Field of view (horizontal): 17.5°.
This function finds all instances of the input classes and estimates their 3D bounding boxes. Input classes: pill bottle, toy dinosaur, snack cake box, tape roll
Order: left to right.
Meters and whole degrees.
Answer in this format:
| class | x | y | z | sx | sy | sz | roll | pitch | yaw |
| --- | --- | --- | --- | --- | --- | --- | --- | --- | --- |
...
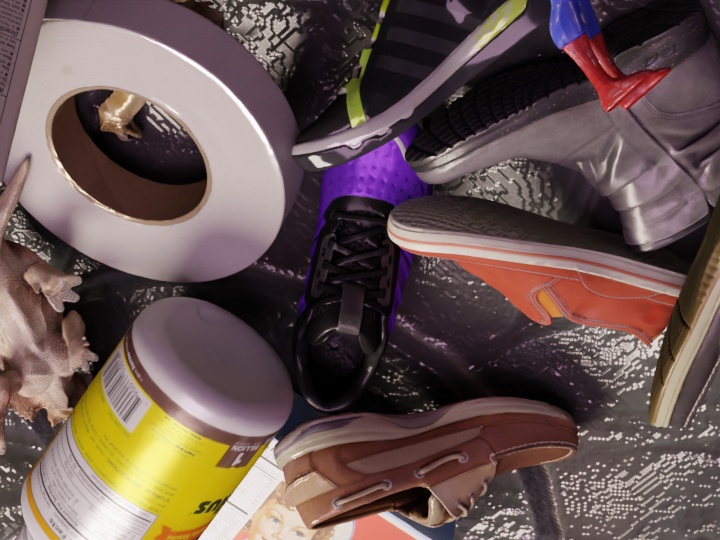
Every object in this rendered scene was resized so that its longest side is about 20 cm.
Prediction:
| class | x | y | z | sx | sy | sz | roll | pitch | yaw |
| --- | --- | --- | --- | --- | --- | --- | --- | --- | --- |
| toy dinosaur | -0.214 | 0.027 | 1.451 | 0.085 | 0.136 | 0.201 | -15 | 107 | -9 |
| tape roll | -0.131 | -0.078 | 1.381 | 0.202 | 0.037 | 0.203 | 15 | 137 | 14 |
| pill bottle | -0.133 | 0.120 | 1.419 | 0.109 | 0.109 | 0.200 | 32 | 117 | -10 |
| toy dinosaur | -0.126 | -0.155 | 1.368 | 0.101 | 0.058 | 0.201 | 3 | 120 | 8 |
| snack cake box | -0.049 | 0.150 | 1.524 | 0.200 | 0.067 | 0.115 | 34 | 116 | -12 |

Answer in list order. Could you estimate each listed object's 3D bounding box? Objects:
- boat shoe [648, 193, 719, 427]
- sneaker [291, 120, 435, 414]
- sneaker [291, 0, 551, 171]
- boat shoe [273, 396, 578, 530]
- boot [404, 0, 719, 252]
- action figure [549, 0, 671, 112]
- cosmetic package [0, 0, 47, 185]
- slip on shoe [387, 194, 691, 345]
| class | x | y | z | sx | sy | sz | roll | pitch | yaw |
| --- | --- | --- | --- | --- | --- | --- | --- | --- | --- |
| boat shoe | 0.224 | 0.011 | 1.354 | 0.066 | 0.072 | 0.202 | 18 | 114 | -2 |
| sneaker | 0.001 | 0.000 | 1.411 | 0.069 | 0.100 | 0.201 | 11 | 117 | 1 |
| sneaker | 0.031 | -0.137 | 1.341 | 0.200 | 0.072 | 0.083 | -37 | 95 | -1 |
| boat shoe | 0.044 | 0.126 | 1.460 | 0.199 | 0.072 | 0.076 | -6 | 158 | -17 |
| boot | 0.137 | -0.062 | 1.369 | 0.199 | 0.070 | 0.132 | -23 | 115 | 12 |
| action figure | 0.113 | -0.195 | 1.274 | 0.099 | 0.065 | 0.200 | -41 | 81 | 18 |
| cosmetic package | -0.232 | -0.151 | 1.292 | 0.103 | 0.201 | 0.073 | 22 | 162 | -29 |
| slip on shoe | 0.106 | 0.002 | 1.395 | 0.199 | 0.074 | 0.061 | 14 | 109 | -22 |
